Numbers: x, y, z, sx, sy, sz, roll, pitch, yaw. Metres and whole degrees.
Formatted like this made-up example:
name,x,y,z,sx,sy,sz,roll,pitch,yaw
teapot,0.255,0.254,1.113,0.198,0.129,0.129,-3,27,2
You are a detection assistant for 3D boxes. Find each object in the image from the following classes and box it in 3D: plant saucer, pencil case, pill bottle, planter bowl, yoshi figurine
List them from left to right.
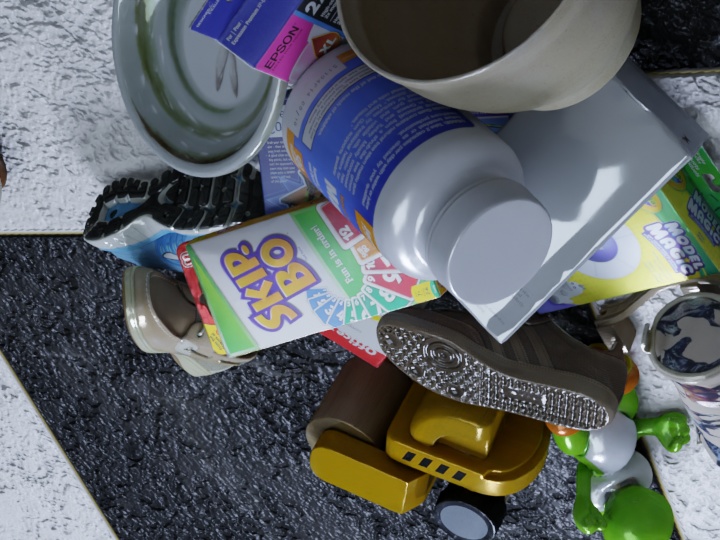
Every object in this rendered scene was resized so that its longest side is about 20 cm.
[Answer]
name,x,y,z,sx,sy,sz,roll,pitch,yaw
plant saucer,-0.107,-0.171,1.620,0.200,0.050,0.200,10,104,45
pill bottle,0.040,-0.063,1.468,0.200,0.112,0.112,47,159,43
planter bowl,0.102,-0.185,1.437,0.200,0.201,0.135,-6,154,35
yoshi figurine,0.214,0.164,1.804,0.112,0.112,0.200,-2,136,23
pencil case,0.276,0.090,1.663,0.089,0.078,0.200,-13,147,18

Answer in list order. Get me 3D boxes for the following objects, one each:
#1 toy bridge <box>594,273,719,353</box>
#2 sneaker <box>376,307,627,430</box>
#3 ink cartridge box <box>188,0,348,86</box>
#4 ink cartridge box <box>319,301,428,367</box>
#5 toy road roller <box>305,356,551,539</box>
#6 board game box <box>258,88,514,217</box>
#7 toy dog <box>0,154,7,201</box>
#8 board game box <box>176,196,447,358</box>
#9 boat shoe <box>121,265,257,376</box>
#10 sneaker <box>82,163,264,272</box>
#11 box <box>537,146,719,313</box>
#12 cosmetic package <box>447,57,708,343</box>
name,x,y,z,sx,sy,sz,roll,pitch,yaw
toy bridge,0.267,0.024,1.678,0.200,0.027,0.067,-9,128,38
sneaker,0.113,0.065,1.729,0.200,0.076,0.070,21,140,7
ink cartridge box,-0.027,-0.173,1.505,0.037,0.095,0.200,44,-165,32
ink cartridge box,0.000,0.000,1.774,0.116,0.067,0.200,31,140,-2
toy road roller,0.062,0.120,1.822,0.200,0.123,0.146,21,141,13
board game box,0.023,-0.072,1.637,0.200,0.034,0.136,-1,104,18
toy dog,-0.401,-0.092,1.859,0.200,0.140,0.194,33,154,-6
board game box,-0.042,-0.001,1.646,0.200,0.030,0.096,-16,99,24
boat shoe,-0.145,0.041,1.869,0.065,0.072,0.200,-8,158,16
sneaker,-0.136,-0.042,1.823,0.200,0.078,0.090,-6,146,42
box,0.190,-0.037,1.643,0.200,0.048,0.117,-17,123,39
cosmetic package,0.136,-0.059,1.543,0.113,0.081,0.200,47,111,3
